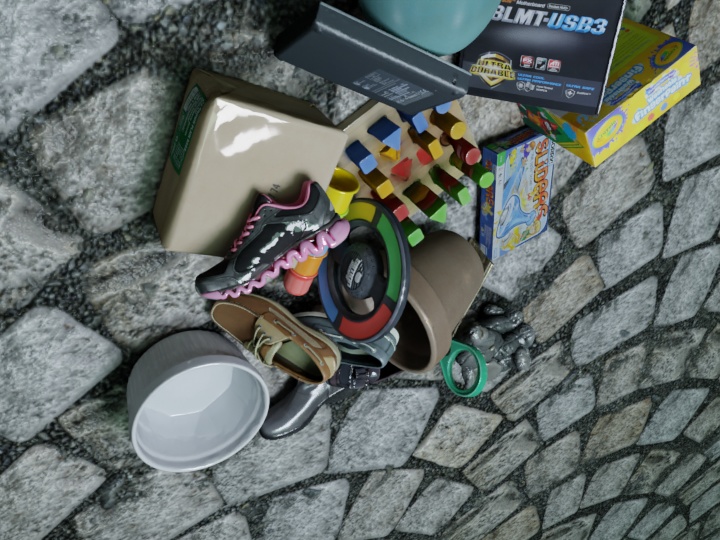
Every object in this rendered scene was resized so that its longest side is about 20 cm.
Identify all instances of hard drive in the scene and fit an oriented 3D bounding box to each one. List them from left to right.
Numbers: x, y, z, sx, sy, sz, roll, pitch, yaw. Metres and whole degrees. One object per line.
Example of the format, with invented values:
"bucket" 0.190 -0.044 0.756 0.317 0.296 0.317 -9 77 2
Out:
"hard drive" 0.010 -0.242 0.825 0.198 0.139 0.033 17 85 -25

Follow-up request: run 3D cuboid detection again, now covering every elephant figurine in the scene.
"elephant figurine" 0.202 0.134 1.235 0.199 0.141 0.157 -11 113 -43

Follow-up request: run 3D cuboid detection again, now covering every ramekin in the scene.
"ramekin" -0.243 0.182 1.019 0.198 0.105 0.202 -17 129 -22

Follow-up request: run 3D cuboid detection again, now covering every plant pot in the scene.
"plant pot" 0.097 0.029 1.083 0.174 0.200 0.202 -35 136 -28
"plant pot" 0.079 -0.344 0.789 0.199 0.201 0.162 -25 148 -14

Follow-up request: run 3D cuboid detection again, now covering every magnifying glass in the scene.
"magnifying glass" 0.139 0.124 1.149 0.022 0.200 0.080 9 121 -37

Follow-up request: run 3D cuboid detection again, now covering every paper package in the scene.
"paper package" -0.141 -0.118 0.869 0.189 0.104 0.201 8 118 -36

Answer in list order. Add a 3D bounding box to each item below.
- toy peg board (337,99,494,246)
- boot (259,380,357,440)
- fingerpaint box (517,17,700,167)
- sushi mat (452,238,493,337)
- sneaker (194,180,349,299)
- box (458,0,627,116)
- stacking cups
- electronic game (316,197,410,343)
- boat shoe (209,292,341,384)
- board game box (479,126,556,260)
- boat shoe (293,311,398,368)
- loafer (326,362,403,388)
"toy peg board" 0.083 -0.153 0.988 0.199 0.098 0.200 -39 134 -3
"boot" -0.094 0.176 1.142 0.199 0.070 0.133 -33 132 -25
"fingerpaint box" 0.358 -0.267 1.030 0.199 0.167 0.074 -38 134 -3
"sushi mat" 0.159 0.051 1.185 0.012 0.096 0.201 17 112 -24
"sneaker" -0.115 -0.040 0.835 0.199 0.079 0.096 -30 111 -11
"box" 0.234 -0.317 0.913 0.050 0.198 0.200 -57 156 -50
"stacking cups" -0.058 -0.047 0.984 0.060 0.061 0.201 -3 134 -30
"electronic game" 0.000 0.000 0.974 0.041 0.200 0.201 1 121 -39
"boat shoe" -0.121 0.097 0.992 0.198 0.074 0.076 26 114 1
"board game box" 0.255 -0.129 1.144 0.135 0.034 0.201 -27 133 -25
"boat shoe" -0.044 0.109 1.048 0.198 0.062 0.073 2 138 20
"loafer" 0.020 0.151 1.143 0.199 0.063 0.073 -7 109 -57
